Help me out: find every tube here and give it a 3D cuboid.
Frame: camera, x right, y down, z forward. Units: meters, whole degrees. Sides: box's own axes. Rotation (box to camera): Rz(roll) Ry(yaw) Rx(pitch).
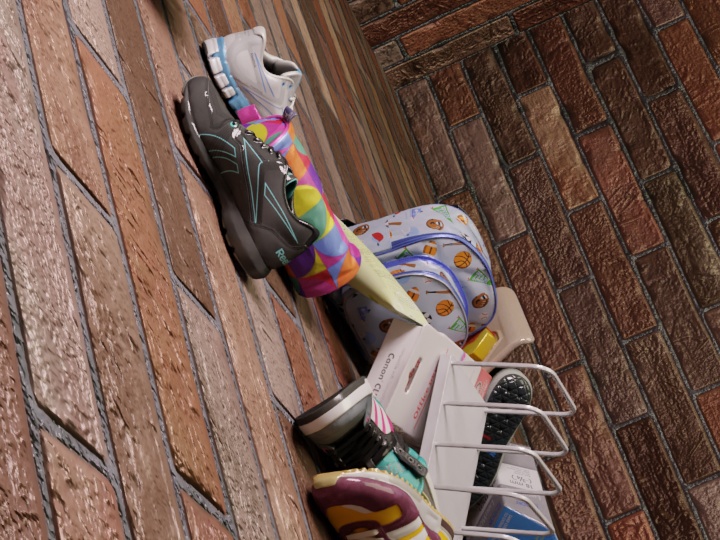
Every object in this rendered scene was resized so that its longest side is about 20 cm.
[{"bbox_3d":[0.000,0.000,1.772,0.200,0.058,0.052,42,-41,38],"label":"tube"}]

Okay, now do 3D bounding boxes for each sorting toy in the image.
[{"bbox_3d":[0.111,0.105,1.941,0.037,0.200,0.185,48,10,-16],"label":"sorting toy"}]

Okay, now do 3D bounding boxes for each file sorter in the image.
[{"bbox_3d":[0.141,0.210,1.695,0.139,0.124,0.201,53,45,-54],"label":"file sorter"}]

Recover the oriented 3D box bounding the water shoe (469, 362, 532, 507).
[{"bbox_3d":[0.134,0.201,1.896,0.071,0.201,0.079,34,5,-12],"label":"water shoe"}]

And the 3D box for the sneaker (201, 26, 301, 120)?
[{"bbox_3d":[-0.097,-0.184,1.791,0.075,0.086,0.201,-107,172,-49],"label":"sneaker"}]

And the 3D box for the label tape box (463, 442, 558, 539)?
[{"bbox_3d":[0.163,0.314,1.897,0.200,0.063,0.145,-101,-150,-59],"label":"label tape box"}]

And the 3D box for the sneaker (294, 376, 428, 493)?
[{"bbox_3d":[0.004,0.168,1.463,0.121,0.083,0.200,58,5,8],"label":"sneaker"}]

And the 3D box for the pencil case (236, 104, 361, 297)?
[{"bbox_3d":[-0.070,-0.068,1.640,0.089,0.088,0.201,-102,168,-58],"label":"pencil case"}]

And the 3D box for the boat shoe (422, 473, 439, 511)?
[{"bbox_3d":[0.065,0.281,1.583,0.203,0.072,0.060,66,17,-1],"label":"boat shoe"}]

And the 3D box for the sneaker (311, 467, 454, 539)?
[{"bbox_3d":[0.023,0.238,1.394,0.200,0.075,0.091,39,48,-46],"label":"sneaker"}]

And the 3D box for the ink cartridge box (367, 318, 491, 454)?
[{"bbox_3d":[0.062,0.129,1.760,0.117,0.067,0.200,-66,149,-11],"label":"ink cartridge box"}]

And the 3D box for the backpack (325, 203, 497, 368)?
[{"bbox_3d":[0.062,0.018,1.883,0.201,0.189,0.154,60,7,-38],"label":"backpack"}]

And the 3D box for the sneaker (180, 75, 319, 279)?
[{"bbox_3d":[-0.103,-0.094,1.490,0.075,0.079,0.201,30,36,-78],"label":"sneaker"}]
